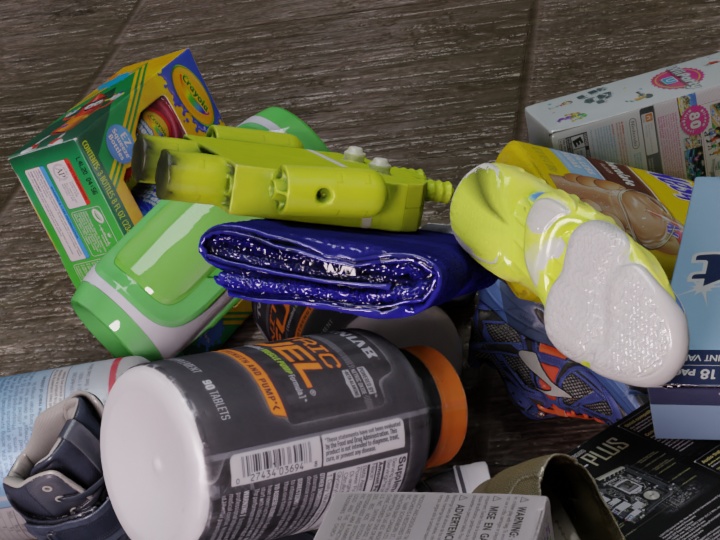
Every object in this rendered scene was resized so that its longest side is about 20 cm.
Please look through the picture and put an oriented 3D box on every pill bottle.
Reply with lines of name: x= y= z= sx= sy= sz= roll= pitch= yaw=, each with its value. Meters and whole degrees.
pill bottle: x=-0.014 y=0.033 z=1.238 sx=0.106 sy=0.107 sz=0.200 roll=-20 pitch=28 yaw=-16
pill bottle: x=-0.228 y=0.124 z=1.147 sx=0.199 sy=0.109 sz=0.109 roll=-9 pitch=27 yaw=4
pill bottle: x=-0.035 y=0.091 z=0.970 sx=0.199 sy=0.107 sz=0.106 roll=-8 pitch=20 yaw=-39

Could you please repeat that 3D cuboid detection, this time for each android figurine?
android figurine: x=-0.040 y=-0.059 z=1.106 sx=0.199 sy=0.041 sz=0.182 roll=4 pitch=11 yaw=-21

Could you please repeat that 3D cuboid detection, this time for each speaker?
speaker: x=-0.107 y=-0.022 z=1.217 sx=0.200 sy=0.089 sz=0.088 roll=-46 pitch=38 yaw=-16

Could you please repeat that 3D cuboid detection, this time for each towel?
towel: x=0.000 y=0.000 z=1.063 sx=0.147 sy=0.050 sz=0.200 roll=10 pitch=6 yaw=15

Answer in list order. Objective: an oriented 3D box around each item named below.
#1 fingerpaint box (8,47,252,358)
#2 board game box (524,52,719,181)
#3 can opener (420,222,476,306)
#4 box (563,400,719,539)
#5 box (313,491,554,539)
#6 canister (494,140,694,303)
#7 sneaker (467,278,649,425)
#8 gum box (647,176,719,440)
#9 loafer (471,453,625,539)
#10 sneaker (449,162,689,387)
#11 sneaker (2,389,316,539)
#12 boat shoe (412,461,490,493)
fingerpaint box: x=-0.152 y=-0.041 z=1.319 sx=0.073 sy=0.201 sz=0.167 roll=-12 pitch=22 yaw=33
board game box: x=0.233 y=-0.071 z=1.292 sx=0.199 sy=0.148 sz=0.064 roll=-16 pitch=25 yaw=-9
can opener: x=0.069 y=-0.003 z=1.256 sx=0.066 sy=0.054 sz=0.200 roll=21 pitch=0 yaw=-8
box: x=0.214 y=0.137 z=0.966 sx=0.199 sy=0.087 sz=0.163 roll=-28 pitch=32 yaw=-29
box: x=0.037 y=0.211 z=0.771 sx=0.101 sy=0.201 sz=0.113 roll=-1 pitch=27 yaw=18
canister: x=0.193 y=-0.017 z=1.179 sx=0.199 sy=0.087 sz=0.149 roll=11 pitch=23 yaw=-17
sneaker: x=0.142 y=0.071 z=1.148 sx=0.075 sy=0.079 sz=0.200 roll=8 pitch=21 yaw=-39
gum box: x=0.266 y=0.017 z=1.005 sx=0.169 sy=0.045 sz=0.200 roll=0 pitch=37 yaw=20
loafer: x=0.118 y=0.176 z=0.866 sx=0.076 sy=0.068 sz=0.201 roll=-12 pitch=57 yaw=-35
sneaker: x=0.141 y=0.002 z=1.005 sx=0.105 sy=0.076 sz=0.200 roll=14 pitch=24 yaw=-42
sneaker: x=-0.115 y=0.142 z=1.015 sx=0.201 sy=0.147 sz=0.077 roll=0 pitch=43 yaw=24
boat shoe: x=0.052 y=0.172 z=0.982 sx=0.067 sy=0.072 sz=0.200 roll=-9 pitch=25 yaw=0
